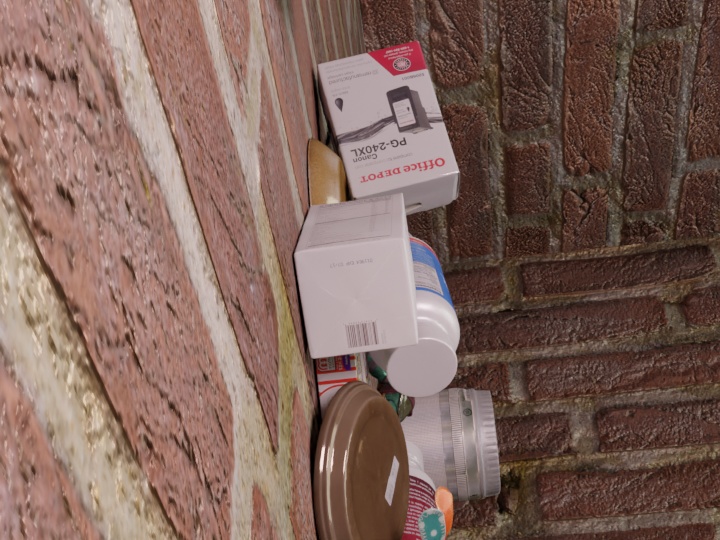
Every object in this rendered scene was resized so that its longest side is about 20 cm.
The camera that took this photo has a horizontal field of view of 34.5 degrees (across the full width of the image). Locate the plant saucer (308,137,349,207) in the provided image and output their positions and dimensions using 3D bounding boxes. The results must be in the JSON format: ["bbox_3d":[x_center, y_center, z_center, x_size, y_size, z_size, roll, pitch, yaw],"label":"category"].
[{"bbox_3d":[-0.033,-0.061,1.403,0.200,0.035,0.204,-6,90,-87],"label":"plant saucer"}]

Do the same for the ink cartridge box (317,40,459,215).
[{"bbox_3d":[0.035,-0.178,1.506,0.084,0.143,0.203,90,-15,-68],"label":"ink cartridge box"}]

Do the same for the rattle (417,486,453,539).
[{"bbox_3d":[0.077,0.345,1.172,0.142,0.201,0.130,38,0,28],"label":"rattle"}]

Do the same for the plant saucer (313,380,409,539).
[{"bbox_3d":[0.007,0.212,1.163,0.199,0.029,0.204,-5,90,-67],"label":"plant saucer"}]

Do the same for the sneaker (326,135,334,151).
[{"bbox_3d":[-0.003,-0.154,1.619,0.201,0.083,0.078,-89,172,-60],"label":"sneaker"}]

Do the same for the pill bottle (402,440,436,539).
[{"bbox_3d":[0.040,0.306,1.375,0.202,0.111,0.114,-91,174,-45],"label":"pill bottle"}]

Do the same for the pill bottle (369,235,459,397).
[{"bbox_3d":[0.056,0.055,1.362,0.201,0.110,0.114,-101,-177,-56],"label":"pill bottle"}]

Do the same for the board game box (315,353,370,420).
[{"bbox_3d":[-0.013,0.150,1.298,0.200,0.045,0.155,-25,109,-86],"label":"board game box"}]

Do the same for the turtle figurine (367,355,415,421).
[{"bbox_3d":[0.024,0.170,1.535,0.202,0.099,0.151,-83,168,-49],"label":"turtle figurine"}]

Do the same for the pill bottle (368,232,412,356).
[{"bbox_3d":[0.035,0.049,1.718,0.112,0.109,0.203,-87,170,-68],"label":"pill bottle"}]

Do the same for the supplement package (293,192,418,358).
[{"bbox_3d":[0.000,0.000,1.209,0.200,0.112,0.112,-81,163,-74],"label":"supplement package"}]

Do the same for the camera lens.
[{"bbox_3d":[0.097,0.256,1.681,0.160,0.196,0.163,-6,90,-86],"label":"camera lens"}]
